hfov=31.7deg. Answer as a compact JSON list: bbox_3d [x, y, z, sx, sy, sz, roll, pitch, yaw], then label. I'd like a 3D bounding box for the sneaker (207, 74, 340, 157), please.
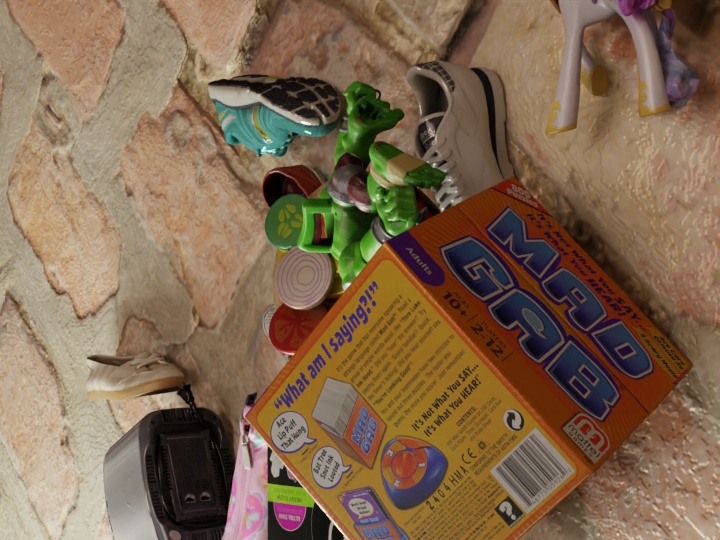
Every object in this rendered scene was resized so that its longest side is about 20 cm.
[{"bbox_3d":[-0.084,-0.156,1.298,0.199,0.077,0.081,17,120,53],"label":"sneaker"}]

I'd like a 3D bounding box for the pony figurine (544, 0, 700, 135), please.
[{"bbox_3d":[0.189,-0.213,0.930,0.192,0.165,0.203,-4,100,56],"label":"pony figurine"}]

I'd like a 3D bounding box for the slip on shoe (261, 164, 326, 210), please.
[{"bbox_3d":[-0.038,-0.029,1.229,0.074,0.061,0.201,-54,52,29],"label":"slip on shoe"}]

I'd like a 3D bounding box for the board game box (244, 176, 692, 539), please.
[{"bbox_3d":[0.080,0.089,0.933,0.200,0.199,0.200,47,125,11],"label":"board game box"}]

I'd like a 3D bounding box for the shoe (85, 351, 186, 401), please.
[{"bbox_3d":[-0.270,0.121,1.480,0.199,0.069,0.054,-9,89,51],"label":"shoe"}]

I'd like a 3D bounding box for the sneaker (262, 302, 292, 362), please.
[{"bbox_3d":[-0.037,0.080,1.204,0.199,0.081,0.079,34,114,46],"label":"sneaker"}]

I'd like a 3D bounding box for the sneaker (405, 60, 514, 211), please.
[{"bbox_3d":[0.085,-0.080,1.076,0.076,0.080,0.203,-26,70,43],"label":"sneaker"}]

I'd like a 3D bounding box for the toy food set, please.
[{"bbox_3d":[0.000,0.000,1.139,0.196,0.049,0.202,-21,67,19],"label":"toy food set"}]

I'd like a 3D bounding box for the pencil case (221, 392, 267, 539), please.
[{"bbox_3d":[-0.097,0.231,1.264,0.087,0.087,0.203,20,104,48],"label":"pencil case"}]

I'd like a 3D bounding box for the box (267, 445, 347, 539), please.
[{"bbox_3d":[0.006,0.244,1.112,0.148,0.123,0.203,-4,86,49],"label":"box"}]

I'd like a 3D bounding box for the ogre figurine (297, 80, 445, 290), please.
[{"bbox_3d":[0.003,-0.064,1.058,0.200,0.097,0.121,52,132,38],"label":"ogre figurine"}]

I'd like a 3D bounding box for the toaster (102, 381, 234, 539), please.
[{"bbox_3d":[-0.209,0.237,1.371,0.129,0.113,0.202,-35,64,45],"label":"toaster"}]
